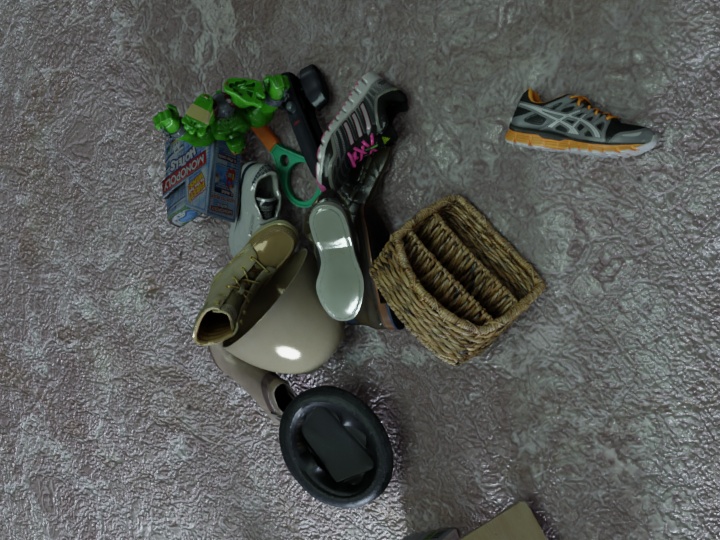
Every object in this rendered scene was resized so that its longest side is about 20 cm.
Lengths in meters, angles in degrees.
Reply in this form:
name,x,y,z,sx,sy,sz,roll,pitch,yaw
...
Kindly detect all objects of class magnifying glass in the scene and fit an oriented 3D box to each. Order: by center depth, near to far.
name,x,y,z,sx,sy,sz,roll,pitch,yaw
magnifying glass,-0.126,-0.185,1.425,0.200,0.022,0.080,52,122,16

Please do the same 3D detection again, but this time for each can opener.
name,x,y,z,sx,sy,sz,roll,pitch,yaw
can opener,-0.082,-0.224,1.340,0.078,0.063,0.201,-33,60,38

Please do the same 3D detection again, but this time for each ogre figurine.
name,x,y,z,sx,sy,sz,roll,pitch,yaw
ogre figurine,-0.201,-0.237,1.328,0.200,0.120,0.098,-39,80,-6

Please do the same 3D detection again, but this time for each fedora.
name,x,y,z,sx,sy,sz,roll,pitch,yaw
fedora,-0.029,0.269,1.387,0.199,0.092,0.202,4,103,17

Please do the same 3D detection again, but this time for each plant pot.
name,x,y,z,sx,sy,sz,roll,pitch,yaw
plant pot,-0.102,0.085,1.372,0.134,0.201,0.200,42,122,-13

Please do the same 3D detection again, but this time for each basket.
name,x,y,z,sx,sy,sz,roll,pitch,yaw
basket,0.128,0.010,1.218,0.200,0.142,0.149,50,121,16

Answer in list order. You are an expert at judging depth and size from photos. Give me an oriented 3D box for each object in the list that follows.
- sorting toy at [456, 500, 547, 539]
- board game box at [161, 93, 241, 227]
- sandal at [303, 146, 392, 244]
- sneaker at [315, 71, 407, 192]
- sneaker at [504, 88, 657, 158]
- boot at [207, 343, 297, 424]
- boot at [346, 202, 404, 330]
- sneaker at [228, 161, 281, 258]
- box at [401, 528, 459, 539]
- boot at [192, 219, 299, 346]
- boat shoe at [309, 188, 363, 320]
name,x,y,z,sx,sy,sz,roll,pitch,yaw
sorting toy,0.193,0.465,1.237,0.201,0.198,0.070,60,167,10
board game box,-0.266,-0.157,1.446,0.199,0.061,0.201,-26,61,39
sandal,-0.013,-0.121,1.347,0.081,0.055,0.201,33,100,18
sneaker,0.006,-0.195,1.271,0.087,0.074,0.201,23,74,20
sneaker,0.282,-0.188,1.126,0.199,0.078,0.078,13,96,30
boot,-0.165,0.173,1.433,0.200,0.070,0.146,54,162,-27
boot,0.000,0.000,1.328,0.096,0.075,0.202,-6,106,31
sneaker,-0.165,-0.074,1.420,0.080,0.076,0.202,23,117,55
box,0.113,0.515,1.330,0.101,0.112,0.201,-21,87,36
boot,-0.179,0.020,1.351,0.200,0.156,0.073,-37,110,26
boat shoe,-0.032,-0.021,1.276,0.071,0.061,0.203,-2,123,7
